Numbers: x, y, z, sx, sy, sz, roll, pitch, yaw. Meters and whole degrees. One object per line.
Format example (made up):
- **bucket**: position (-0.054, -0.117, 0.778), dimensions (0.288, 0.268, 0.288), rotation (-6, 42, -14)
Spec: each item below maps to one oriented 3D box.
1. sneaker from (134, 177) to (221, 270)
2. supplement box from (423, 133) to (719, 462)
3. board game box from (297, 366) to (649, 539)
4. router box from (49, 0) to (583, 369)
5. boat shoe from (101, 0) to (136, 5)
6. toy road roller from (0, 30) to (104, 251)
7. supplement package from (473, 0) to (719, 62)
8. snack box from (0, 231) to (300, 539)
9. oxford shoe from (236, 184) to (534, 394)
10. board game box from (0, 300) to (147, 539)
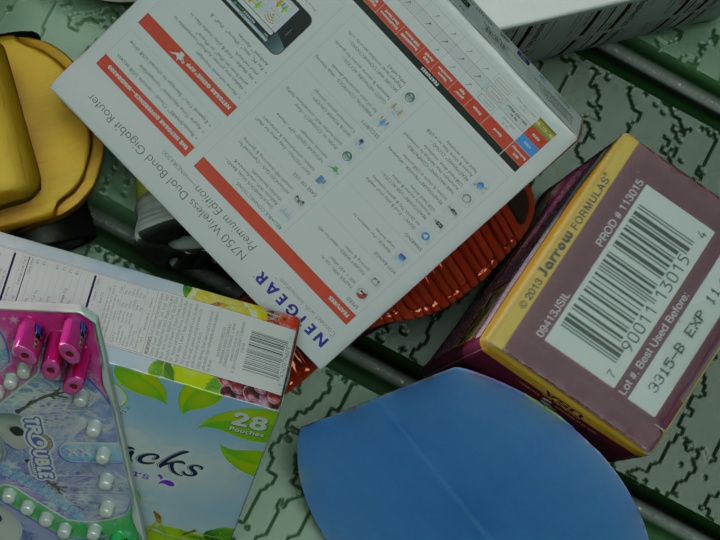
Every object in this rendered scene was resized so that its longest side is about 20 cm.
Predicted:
- **sneaker**: position (-0.029, -0.061, 1.405), dimensions (0.200, 0.078, 0.090), rotation (-5, 61, -19)
- **supplement box**: position (0.121, 0.023, 1.347), dimensions (0.103, 0.200, 0.131), rotation (34, 81, -3)
- **board game box**: position (0.063, 0.114, 1.357), dimensions (0.158, 0.200, 0.039), rotation (51, 45, -15)
- **router box**: position (-0.022, -0.084, 1.298), dimensions (0.179, 0.049, 0.200), rotation (-41, 96, 15)
- **boat shoe**: position (-0.104, -0.174, 1.423), dimensions (0.200, 0.057, 0.067), rotation (12, 96, -1)
- **toy road roller**: position (-0.231, -0.057, 1.341), dimensions (0.200, 0.146, 0.123), rotation (-15, 85, -8)
- **supplement package**: position (0.092, -0.216, 1.397), dimensions (0.200, 0.147, 0.192), rotation (-14, 86, -7)
- **snack box**: position (-0.147, 0.067, 1.325), dimensions (0.200, 0.169, 0.068), rotation (16, 50, -6)
- **oxford shoe**: position (0.000, 0.000, 1.385), dimensions (0.200, 0.073, 0.071), rotation (-29, 97, 3)
- **board game box**: position (-0.215, 0.091, 1.292), dimensions (0.200, 0.200, 0.026), rotation (2, 44, 9)
